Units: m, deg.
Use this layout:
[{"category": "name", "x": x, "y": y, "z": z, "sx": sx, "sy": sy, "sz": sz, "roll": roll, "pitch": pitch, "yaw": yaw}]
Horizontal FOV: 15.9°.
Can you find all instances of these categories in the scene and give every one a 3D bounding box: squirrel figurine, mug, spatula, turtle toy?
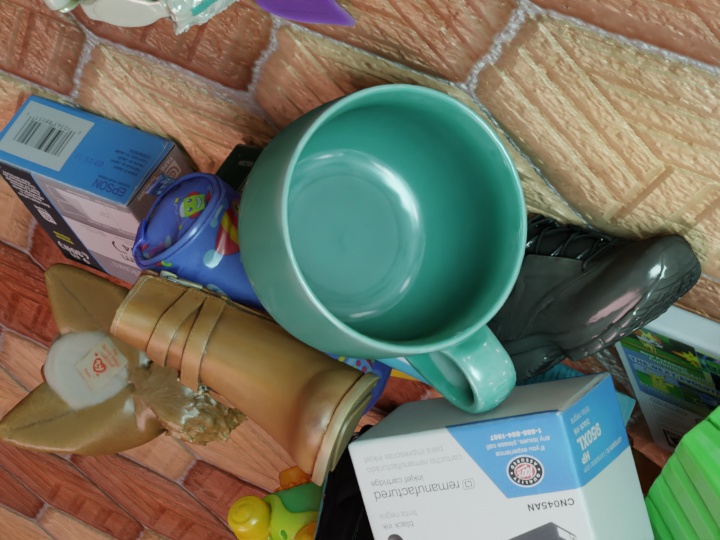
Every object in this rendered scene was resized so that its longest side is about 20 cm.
[{"category": "squirrel figurine", "x": -0.149, "y": 0.081, "z": 1.980, "sx": 0.200, "sy": 0.142, "sz": 0.187, "roll": 10, "pitch": 179, "yaw": 18}, {"category": "mug", "x": 0.006, "y": -0.009, "z": 1.492, "sx": 0.152, "sy": 0.185, "sz": 0.114, "roll": 1, "pitch": 175, "yaw": -22}, {"category": "spatula", "x": -0.061, "y": -0.192, "z": 1.395, "sx": 0.057, "sy": 0.021, "sz": 0.200, "roll": 7, "pitch": 147, "yaw": 29}, {"category": "turtle toy", "x": -0.009, "y": 0.232, "z": 2.204, "sx": 0.200, "sy": 0.101, "sz": 0.146, "roll": 17, "pitch": 155, "yaw": 37}]

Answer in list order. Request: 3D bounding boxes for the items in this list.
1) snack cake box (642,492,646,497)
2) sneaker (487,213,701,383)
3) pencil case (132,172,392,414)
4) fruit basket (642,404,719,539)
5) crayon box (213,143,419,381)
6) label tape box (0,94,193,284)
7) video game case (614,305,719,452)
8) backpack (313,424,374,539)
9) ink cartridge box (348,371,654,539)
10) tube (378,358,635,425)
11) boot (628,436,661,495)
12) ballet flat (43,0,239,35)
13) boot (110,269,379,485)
[{"category": "snack cake box", "x": 0.149, "y": 0.183, "z": 1.618, "sx": 0.200, "sy": 0.067, "sz": 0.115, "roll": 43, "pitch": -154, "yaw": 9}, {"category": "sneaker", "x": 0.119, "y": 0.007, "z": 1.515, "sx": 0.200, "sy": 0.076, "sz": 0.091, "roll": -27, "pitch": 93, "yaw": 55}, {"category": "pencil case", "x": -0.067, "y": 0.022, "z": 1.675, "sx": 0.087, "sy": 0.078, "sz": 0.200, "roll": -23, "pitch": 126, "yaw": 32}, {"category": "fruit basket", "x": 0.275, "y": 0.157, "z": 1.474, "sx": 0.216, "sy": 0.156, "sz": 0.216, "roll": 47, "pitch": 163, "yaw": 19}, {"category": "crayon box", "x": 0.000, "y": 0.000, "z": 1.715, "sx": 0.127, "sy": 0.051, "sz": 0.200, "roll": 10, "pitch": 150, "yaw": 47}, {"category": "label tape box", "x": -0.163, "y": -0.030, "z": 1.880, "sx": 0.144, "sy": 0.063, "sz": 0.200, "roll": 20, "pitch": 156, "yaw": 35}, {"category": "video game case", "x": 0.252, "y": 0.093, "z": 1.583, "sx": 0.200, "sy": 0.022, "sz": 0.182, "roll": 23, "pitch": 158, "yaw": 30}, {"category": "backpack", "x": 0.046, "y": 0.239, "z": 1.989, "sx": 0.176, "sy": 0.200, "sz": 0.153, "roll": 10, "pitch": 166, "yaw": 45}, {"category": "ink cartridge box", "x": 0.095, "y": 0.174, "z": 1.527, "sx": 0.145, "sy": 0.084, "sz": 0.200, "roll": -11, "pitch": 100, "yaw": 28}, {"category": "tube", "x": 0.076, "y": 0.060, "z": 1.622, "sx": 0.200, "sy": 0.077, "sz": 0.050, "roll": 26, "pitch": 133, "yaw": 1}, {"category": "boot", "x": 0.123, "y": 0.193, "z": 1.727, "sx": 0.155, "sy": 0.200, "sz": 0.074, "roll": 54, "pitch": 179, "yaw": 4}, {"category": "ballet flat", "x": -0.153, "y": -0.179, "z": 1.512, "sx": 0.200, "sy": 0.072, "sz": 0.072, "roll": 16, "pitch": 154, "yaw": 42}, {"category": "boot", "x": -0.075, "y": 0.057, "z": 1.537, "sx": 0.155, "sy": 0.074, "sz": 0.200, "roll": 29, "pitch": 179, "yaw": -7}]
